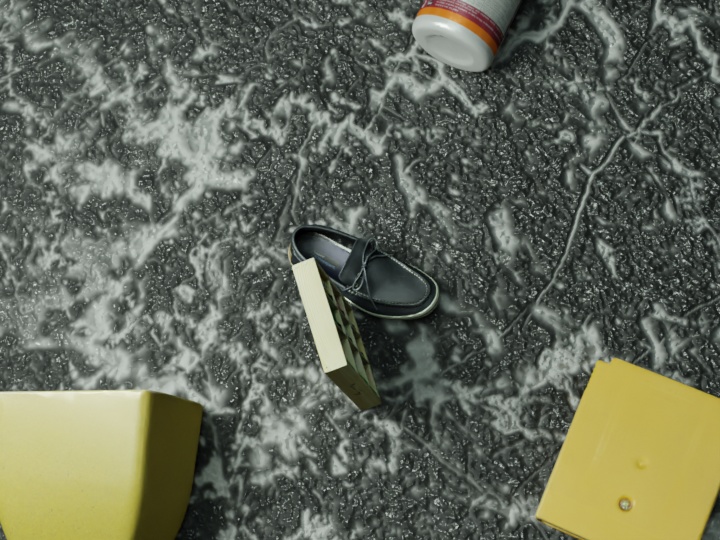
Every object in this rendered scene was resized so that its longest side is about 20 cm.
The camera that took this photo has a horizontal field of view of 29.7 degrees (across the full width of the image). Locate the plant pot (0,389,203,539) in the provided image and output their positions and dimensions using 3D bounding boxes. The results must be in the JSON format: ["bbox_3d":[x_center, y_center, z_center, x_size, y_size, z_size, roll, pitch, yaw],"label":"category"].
[{"bbox_3d":[-0.297,0.243,1.525,0.191,0.196,0.203,-2,79,11],"label":"plant pot"}]

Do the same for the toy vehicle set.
[{"bbox_3d":[-0.024,0.075,1.509,0.026,0.200,0.126,-20,71,5],"label":"toy vehicle set"}]

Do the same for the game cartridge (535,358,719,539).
[{"bbox_3d":[0.308,0.214,1.489,0.174,0.032,0.202,21,76,17],"label":"game cartridge"}]

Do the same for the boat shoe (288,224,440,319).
[{"bbox_3d":[0.000,0.000,1.600,0.198,0.062,0.075,25,72,17],"label":"boat shoe"}]

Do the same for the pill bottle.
[{"bbox_3d":[0.150,-0.354,1.654,0.108,0.110,0.202,23,79,17],"label":"pill bottle"}]
